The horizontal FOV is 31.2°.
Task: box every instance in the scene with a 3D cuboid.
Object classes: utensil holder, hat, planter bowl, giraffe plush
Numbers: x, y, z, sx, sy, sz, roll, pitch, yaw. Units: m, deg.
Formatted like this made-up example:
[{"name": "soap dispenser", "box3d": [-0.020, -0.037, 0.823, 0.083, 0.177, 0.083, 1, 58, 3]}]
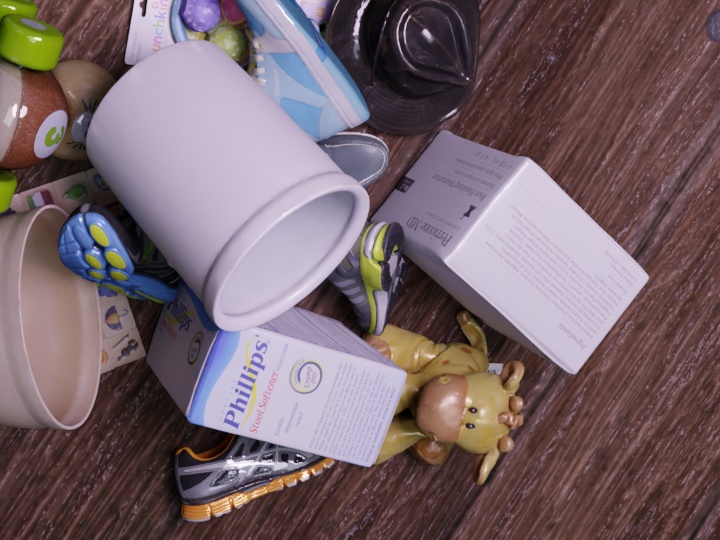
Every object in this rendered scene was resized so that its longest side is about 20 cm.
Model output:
[{"name": "utensil holder", "box3d": [-0.119, -0.077, 1.120, 0.170, 0.170, 0.200, -40, 71, -8]}, {"name": "hat", "box3d": [0.066, -0.225, 1.281, 0.200, 0.081, 0.202, -11, 110, -32]}, {"name": "planter bowl", "box3d": [-0.329, 0.049, 1.161, 0.134, 0.200, 0.201, -7, 108, 7]}, {"name": "giraffe plush", "box3d": [0.096, 0.144, 1.363, 0.199, 0.162, 0.174, -15, 109, -17]}]

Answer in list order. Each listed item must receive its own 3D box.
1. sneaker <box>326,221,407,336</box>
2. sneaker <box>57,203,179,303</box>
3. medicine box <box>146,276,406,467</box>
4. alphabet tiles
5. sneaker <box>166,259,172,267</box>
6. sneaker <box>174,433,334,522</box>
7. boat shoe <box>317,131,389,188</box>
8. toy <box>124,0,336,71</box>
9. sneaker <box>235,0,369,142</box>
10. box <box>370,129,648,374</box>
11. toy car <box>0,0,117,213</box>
[{"name": "sneaker", "box3d": [0.000, 0.000, 1.304, 0.081, 0.200, 0.074, 19, 63, 12]}, {"name": "sneaker", "box3d": [-0.220, -0.027, 1.198, 0.070, 0.200, 0.083, 5, 78, 15]}, {"name": "medicine box", "box3d": [-0.087, 0.095, 1.267, 0.199, 0.182, 0.104, 17, 96, -24]}, {"name": "alphabet tiles", "box3d": [-0.286, 0.012, 1.263, 0.166, 0.008, 0.201, -21, 111, -16]}, {"name": "sneaker", "box3d": [-0.094, -0.004, 1.263, 0.199, 0.081, 0.077, -8, 131, -50]}, {"name": "sneaker", "box3d": [-0.102, 0.192, 1.349, 0.199, 0.078, 0.078, -21, 92, -22]}, {"name": "boat shoe", "box3d": [-0.056, -0.091, 1.297, 0.199, 0.062, 0.073, -13, 109, -18]}, {"name": "toy", "box3d": [-0.117, -0.238, 1.243, 0.199, 0.047, 0.116, 7, 100, -24]}, {"name": "sneaker", "box3d": [-0.093, -0.183, 1.209, 0.130, 0.080, 0.200, -32, 121, 12]}, {"name": "box", "box3d": [0.148, -0.022, 1.321, 0.200, 0.199, 0.131, 40, 87, -25]}, {"name": "toy car", "box3d": [-0.261, -0.140, 1.165, 0.199, 0.158, 0.165, 10, 112, -36]}]
